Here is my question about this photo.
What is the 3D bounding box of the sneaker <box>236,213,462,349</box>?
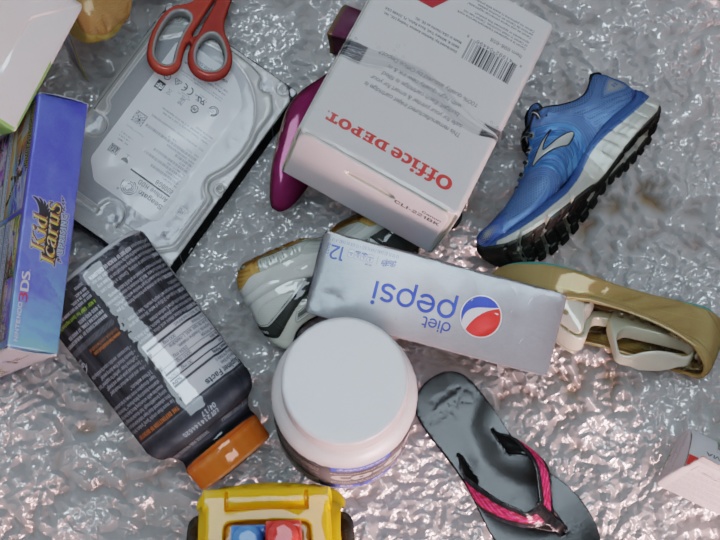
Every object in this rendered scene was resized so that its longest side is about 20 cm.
[{"bbox_3d":[0.000,0.000,1.646,0.198,0.076,0.088,-23,95,-4],"label":"sneaker"}]

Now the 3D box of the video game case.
[{"bbox_3d":[-0.274,-0.021,1.583,0.045,0.181,0.202,11,76,-24],"label":"video game case"}]

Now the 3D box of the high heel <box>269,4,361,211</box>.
[{"bbox_3d":[-0.005,-0.130,1.665,0.095,0.068,0.202,18,74,14],"label":"high heel"}]

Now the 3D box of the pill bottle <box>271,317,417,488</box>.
[{"bbox_3d":[-0.013,0.102,1.547,0.112,0.200,0.115,0,77,0],"label":"pill bottle"}]

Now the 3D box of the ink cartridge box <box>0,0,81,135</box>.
[{"bbox_3d":[-0.302,-0.170,1.603,0.067,0.200,0.118,31,77,-20],"label":"ink cartridge box"}]

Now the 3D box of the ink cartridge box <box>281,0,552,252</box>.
[{"bbox_3d":[0.045,-0.138,1.601,0.143,0.084,0.201,29,64,-1],"label":"ink cartridge box"}]

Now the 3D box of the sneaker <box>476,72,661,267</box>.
[{"bbox_3d":[0.160,-0.085,1.665,0.089,0.079,0.200,38,73,18],"label":"sneaker"}]

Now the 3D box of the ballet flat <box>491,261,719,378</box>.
[{"bbox_3d":[0.199,0.042,1.626,0.198,0.069,0.063,12,51,2],"label":"ballet flat"}]

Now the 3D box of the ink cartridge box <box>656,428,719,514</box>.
[{"bbox_3d":[0.322,0.170,1.536,0.160,0.200,0.050,25,78,5],"label":"ink cartridge box"}]

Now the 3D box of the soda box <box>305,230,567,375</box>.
[{"bbox_3d":[0.058,0.025,1.575,0.198,0.063,0.069,14,91,-1],"label":"soda box"}]

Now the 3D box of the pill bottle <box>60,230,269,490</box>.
[{"bbox_3d":[-0.158,0.076,1.593,0.106,0.106,0.201,-37,90,-9],"label":"pill bottle"}]

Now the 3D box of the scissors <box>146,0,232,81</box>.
[{"bbox_3d":[-0.122,-0.243,1.695,0.072,0.014,0.202,17,64,2],"label":"scissors"}]

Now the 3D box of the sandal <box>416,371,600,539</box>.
[{"bbox_3d":[0.116,0.166,1.613,0.075,0.045,0.200,-39,80,-9],"label":"sandal"}]

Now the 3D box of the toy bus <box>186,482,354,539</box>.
[{"bbox_3d":[-0.067,0.256,1.518,0.134,0.192,0.202,-1,79,-2],"label":"toy bus"}]

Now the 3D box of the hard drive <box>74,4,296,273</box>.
[{"bbox_3d":[-0.163,-0.106,1.677,0.139,0.038,0.201,35,80,7],"label":"hard drive"}]

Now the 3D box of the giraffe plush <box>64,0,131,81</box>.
[{"bbox_3d":[-0.197,-0.275,1.650,0.162,0.201,0.173,-35,55,-13],"label":"giraffe plush"}]
